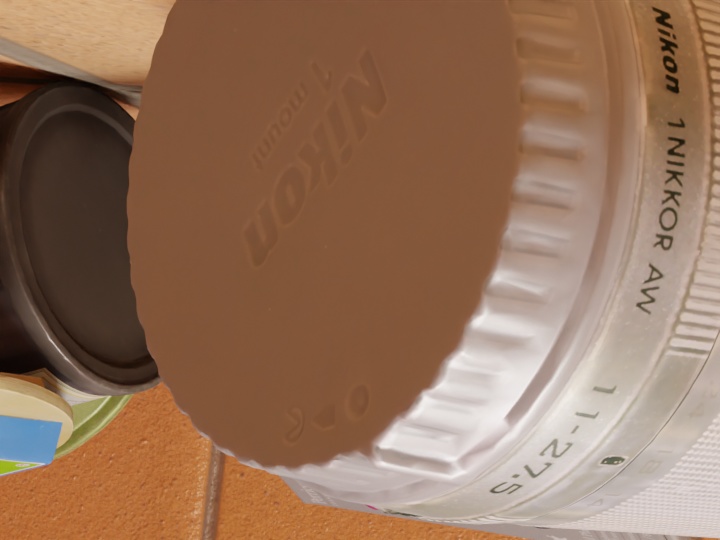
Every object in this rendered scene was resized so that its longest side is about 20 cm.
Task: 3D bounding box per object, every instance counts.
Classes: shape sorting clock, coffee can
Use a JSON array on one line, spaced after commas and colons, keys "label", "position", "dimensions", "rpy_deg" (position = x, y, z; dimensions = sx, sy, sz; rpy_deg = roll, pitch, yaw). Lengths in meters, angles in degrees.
[{"label": "shape sorting clock", "position": [-0.225, 0.069, 0.974], "dimensions": [0.200, 0.039, 0.200], "rpy_deg": [-2, 165, -1]}, {"label": "coffee can", "position": [-0.201, 0.008, 1.064], "dimensions": [0.200, 0.147, 0.146], "rpy_deg": [-15, 167, 27]}]

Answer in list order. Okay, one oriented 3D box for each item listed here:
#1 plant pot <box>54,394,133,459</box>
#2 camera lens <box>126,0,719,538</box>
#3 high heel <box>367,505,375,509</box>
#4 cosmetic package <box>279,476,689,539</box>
[{"label": "plant pot", "position": [-0.242, -0.006, 1.279], "dimensions": [0.200, 0.200, 0.190], "rpy_deg": [4, 163, 29]}, {"label": "camera lens", "position": [0.063, -0.014, 0.564], "dimensions": [0.200, 0.160, 0.160], "rpy_deg": [9, 176, -39]}, {"label": "high heel", "position": [-0.008, 0.011, 0.929], "dimensions": [0.096, 0.200, 0.067], "rpy_deg": [1, 140, 15]}, {"label": "cosmetic package", "position": [0.054, 0.069, 1.051], "dimensions": [0.200, 0.090, 0.107], "rpy_deg": [3, 154, 23]}]
